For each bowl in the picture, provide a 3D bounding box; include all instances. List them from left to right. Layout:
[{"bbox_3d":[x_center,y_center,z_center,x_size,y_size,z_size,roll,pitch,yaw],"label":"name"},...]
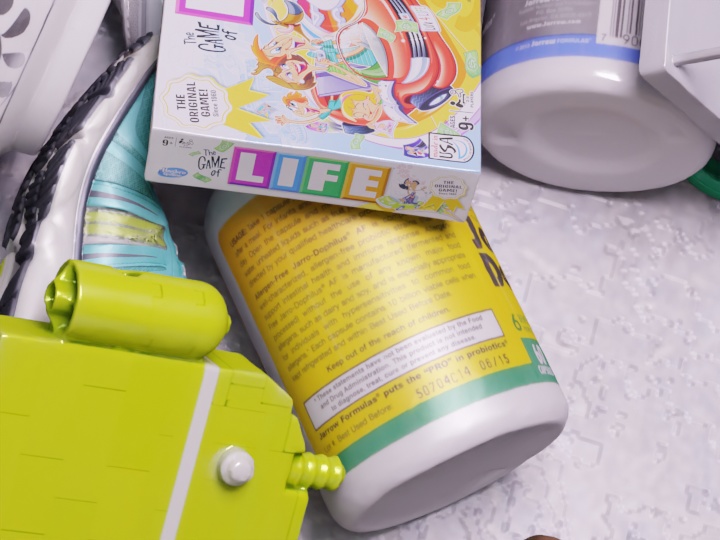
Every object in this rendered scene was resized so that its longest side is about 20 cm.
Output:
[{"bbox_3d":[-0.159,-0.106,1.000,0.094,0.201,0.202,25,66,-9],"label":"bowl"}]

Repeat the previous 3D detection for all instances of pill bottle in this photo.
[{"bbox_3d":[0.000,0.000,1.037,0.112,0.113,0.201,-21,73,-17],"label":"pill bottle"},{"bbox_3d":[0.117,-0.149,1.116,0.113,0.114,0.201,11,67,-6],"label":"pill bottle"}]

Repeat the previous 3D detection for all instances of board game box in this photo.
[{"bbox_3d":[-0.017,-0.117,1.017,0.133,0.034,0.201,7,53,-7],"label":"board game box"}]

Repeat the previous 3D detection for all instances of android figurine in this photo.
[{"bbox_3d":[-0.100,0.088,0.938,0.199,0.041,0.183,13,99,-27],"label":"android figurine"}]

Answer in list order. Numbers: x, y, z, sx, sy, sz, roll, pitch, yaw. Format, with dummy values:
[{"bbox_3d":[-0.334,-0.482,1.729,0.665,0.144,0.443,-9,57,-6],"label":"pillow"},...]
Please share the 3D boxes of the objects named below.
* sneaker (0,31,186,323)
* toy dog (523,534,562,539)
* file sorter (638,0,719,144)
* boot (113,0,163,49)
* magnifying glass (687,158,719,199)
[{"bbox_3d":[-0.108,-0.004,1.001,0.079,0.077,0.201,22,67,-20],"label":"sneaker"},{"bbox_3d":[0.076,0.203,0.936,0.139,0.194,0.201,15,73,9],"label":"toy dog"},{"bbox_3d":[0.228,-0.118,1.062,0.200,0.124,0.140,32,58,-47],"label":"file sorter"},{"bbox_3d":[-0.130,-0.177,1.111,0.095,0.074,0.201,-4,61,-6],"label":"boot"},{"bbox_3d":[0.179,-0.128,1.172,0.079,0.022,0.201,2,71,-10],"label":"magnifying glass"}]
